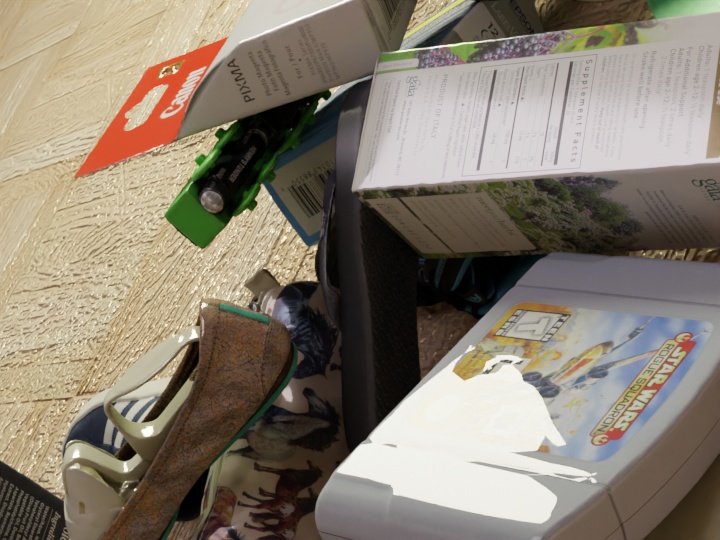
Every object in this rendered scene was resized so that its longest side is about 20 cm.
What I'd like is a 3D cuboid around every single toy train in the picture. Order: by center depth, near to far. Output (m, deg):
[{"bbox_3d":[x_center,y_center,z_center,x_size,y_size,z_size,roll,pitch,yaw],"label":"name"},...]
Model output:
[{"bbox_3d":[-0.058,-0.080,0.901,0.056,0.042,0.201,-43,11,35],"label":"toy train"}]

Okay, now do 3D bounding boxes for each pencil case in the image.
[{"bbox_3d":[-0.047,0.101,0.852,0.078,0.089,0.202,-44,26,49],"label":"pencil case"}]

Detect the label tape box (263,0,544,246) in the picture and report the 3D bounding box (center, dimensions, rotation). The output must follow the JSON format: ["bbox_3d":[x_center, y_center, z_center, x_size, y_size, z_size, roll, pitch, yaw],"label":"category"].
[{"bbox_3d":[0.041,-0.111,0.971,0.143,0.066,0.200,-28,13,39],"label":"label tape box"}]

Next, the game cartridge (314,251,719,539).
[{"bbox_3d":[0.088,0.057,0.655,0.132,0.042,0.200,0,33,44],"label":"game cartridge"}]

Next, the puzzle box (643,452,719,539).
[{"bbox_3d":[0.098,0.152,0.640,0.201,0.025,0.133,-51,28,5],"label":"puzzle box"}]

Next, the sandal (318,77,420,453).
[{"bbox_3d":[0.000,0.000,0.815,0.042,0.076,0.203,3,95,29],"label":"sandal"}]

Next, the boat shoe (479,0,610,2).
[{"bbox_3d":[0.110,-0.192,0.856,0.198,0.065,0.072,0,55,44],"label":"boat shoe"}]

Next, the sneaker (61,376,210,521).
[{"bbox_3d":[-0.128,0.119,0.968,0.199,0.075,0.085,-25,34,41],"label":"sneaker"}]

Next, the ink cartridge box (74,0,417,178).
[{"bbox_3d":[-0.064,-0.134,0.892,0.197,0.058,0.163,-13,27,17],"label":"ink cartridge box"}]

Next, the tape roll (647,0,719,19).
[{"bbox_3d":[0.236,-0.183,0.791,0.200,0.048,0.202,-37,32,28],"label":"tape roll"}]

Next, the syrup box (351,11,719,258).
[{"bbox_3d":[0.102,-0.060,0.746,0.198,0.079,0.082,-3,64,32],"label":"syrup box"}]

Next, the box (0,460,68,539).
[{"bbox_3d":[-0.225,0.206,0.903,0.199,0.182,0.105,-26,38,41],"label":"box"}]

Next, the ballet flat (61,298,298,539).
[{"bbox_3d":[-0.112,0.093,0.801,0.201,0.067,0.068,-54,25,14],"label":"ballet flat"}]

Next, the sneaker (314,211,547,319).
[{"bbox_3d":[0.042,-0.012,0.864,0.199,0.073,0.083,-30,43,42],"label":"sneaker"}]
